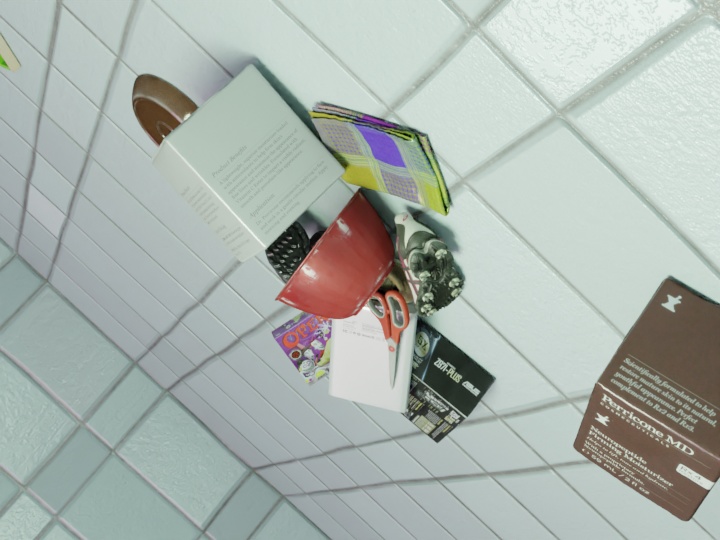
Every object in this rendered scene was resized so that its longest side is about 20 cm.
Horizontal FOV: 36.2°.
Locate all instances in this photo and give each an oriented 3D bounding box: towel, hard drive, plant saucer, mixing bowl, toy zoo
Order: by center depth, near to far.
[{"bbox_3d":[0.025,-0.146,1.460,0.199,0.023,0.144,22,150,39],"label":"towel"},{"bbox_3d":[-0.022,-0.005,1.567,0.108,0.201,0.200,38,158,-2],"label":"mixing bowl"},{"bbox_3d":[0.018,0.128,1.727,0.131,0.027,0.201,12,126,11],"label":"hard drive"},{"bbox_3d":[-0.308,-0.234,1.818,0.200,0.035,0.201,34,158,16],"label":"plant saucer"},{"bbox_3d":[-0.748,-0.461,2.121,0.199,0.020,0.132,25,153,34],"label":"toy zoo"}]

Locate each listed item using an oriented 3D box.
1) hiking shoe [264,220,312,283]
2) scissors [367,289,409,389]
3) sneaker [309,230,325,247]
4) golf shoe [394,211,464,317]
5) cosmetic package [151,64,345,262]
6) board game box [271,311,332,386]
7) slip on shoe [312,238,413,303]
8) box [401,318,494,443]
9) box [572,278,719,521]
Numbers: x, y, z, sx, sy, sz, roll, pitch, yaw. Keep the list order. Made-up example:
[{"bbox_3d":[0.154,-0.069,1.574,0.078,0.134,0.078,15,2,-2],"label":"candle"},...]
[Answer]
[{"bbox_3d":[-0.119,-0.047,1.766,0.201,0.075,0.101,64,-178,30],"label":"hiking shoe"},{"bbox_3d":[0.053,0.110,1.665,0.073,0.014,0.201,9,127,33],"label":"scissors"},{"bbox_3d":[-0.038,0.022,1.814,0.073,0.086,0.202,14,122,46],"label":"sneaker"},{"bbox_3d":[0.094,-0.007,1.567,0.088,0.077,0.201,58,171,31],"label":"golf shoe"},{"bbox_3d":[-0.160,-0.145,1.542,0.200,0.165,0.165,48,163,-7],"label":"cosmetic package"},{"bbox_3d":[-0.029,0.089,1.764,0.120,0.199,0.032,56,-177,-30],"label":"board game box"},{"bbox_3d":[0.000,0.000,1.678,0.199,0.060,0.077,26,114,27],"label":"slip on shoe"},{"bbox_3d":[0.114,0.188,1.846,0.163,0.086,0.200,39,158,6],"label":"box"},{"bbox_3d":[0.366,0.153,1.276,0.165,0.164,0.201,32,156,19],"label":"box"}]
